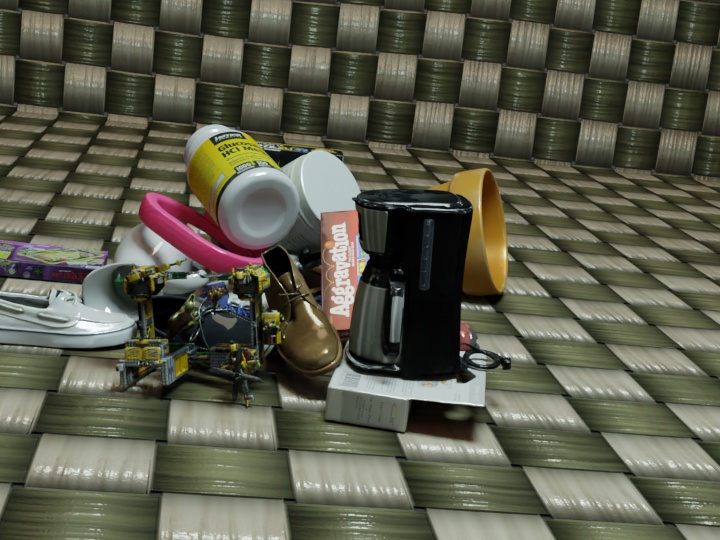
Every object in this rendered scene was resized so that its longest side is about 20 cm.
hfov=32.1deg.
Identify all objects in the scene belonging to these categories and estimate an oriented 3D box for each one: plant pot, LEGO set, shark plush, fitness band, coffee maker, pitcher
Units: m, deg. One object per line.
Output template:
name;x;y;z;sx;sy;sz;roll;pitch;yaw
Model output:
plant pot;0.129;-0.053;2.019;0.181;0.202;0.200;-6;9;17
LEGO set;-0.193;0.063;1.410;0.198;0.155;0.116;8;10;10
shark plush;-0.127;-0.003;1.753;0.199;0.091;0.083;-29;-17;7
fitness band;-0.204;-0.048;1.665;0.199;0.038;0.143;33;15;23
coffee maker;0.079;0.010;1.462;0.190;0.202;0.134;-2;16;-28
pitcher;-0.260;-0.001;1.686;0.170;0.122;0.200;-6;16;14

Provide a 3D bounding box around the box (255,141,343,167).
box;-0.115;-0.100;2.020;0.158;0.202;0.049;6;15;-3

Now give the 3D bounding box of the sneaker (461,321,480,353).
sneaker;0.060;0.075;1.611;0.199;0.071;0.098;17;-10;42

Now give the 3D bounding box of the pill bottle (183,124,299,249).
pill bottle;-0.167;-0.120;1.686;0.111;0.113;0.200;-1;28;-29

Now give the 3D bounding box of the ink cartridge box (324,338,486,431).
ink cartridge box;0.058;0.134;1.463;0.174;0.045;0.200;7;14;5

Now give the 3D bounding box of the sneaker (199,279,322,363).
sneaker;-0.116;0.063;1.598;0.197;0.081;0.115;9;11;1

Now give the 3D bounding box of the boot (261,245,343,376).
boot;-0.079;0.047;1.492;0.073;0.076;0.200;-23;42;-8

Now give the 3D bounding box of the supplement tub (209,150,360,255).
supplement tub;-0.108;-0.073;1.787;0.199;0.133;0.131;-25;-8;36

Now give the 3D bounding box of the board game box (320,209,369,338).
board game box;0.000;0.000;1.613;0.102;0.020;0.201;-5;50;3

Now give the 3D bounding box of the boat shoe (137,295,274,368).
boat shoe;-0.191;0.071;1.513;0.198;0.062;0.075;11;56;32

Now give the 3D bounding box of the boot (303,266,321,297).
boot;-0.067;0.037;1.786;0.174;0.067;0.199;6;10;-38

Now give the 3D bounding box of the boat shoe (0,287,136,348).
boat shoe;-0.372;0.055;1.534;0.198;0.066;0.074;2;14;-19

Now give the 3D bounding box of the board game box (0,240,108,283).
board game box;-0.479;-0.014;1.853;0.198;0.033;0.120;6;17;-7
